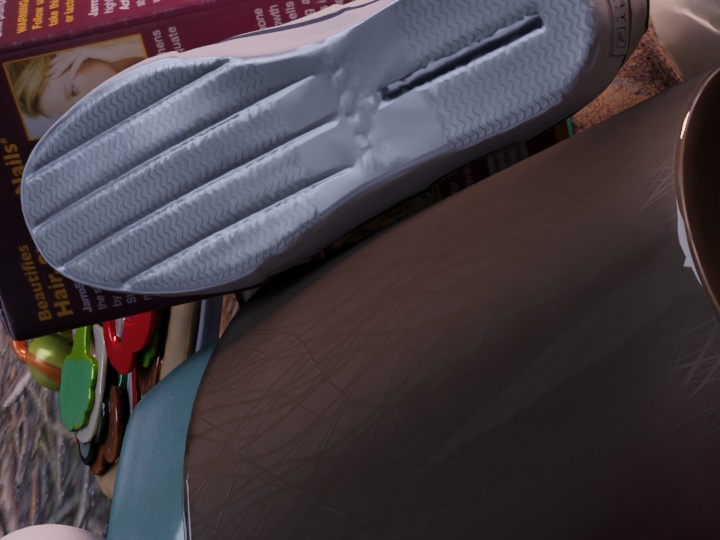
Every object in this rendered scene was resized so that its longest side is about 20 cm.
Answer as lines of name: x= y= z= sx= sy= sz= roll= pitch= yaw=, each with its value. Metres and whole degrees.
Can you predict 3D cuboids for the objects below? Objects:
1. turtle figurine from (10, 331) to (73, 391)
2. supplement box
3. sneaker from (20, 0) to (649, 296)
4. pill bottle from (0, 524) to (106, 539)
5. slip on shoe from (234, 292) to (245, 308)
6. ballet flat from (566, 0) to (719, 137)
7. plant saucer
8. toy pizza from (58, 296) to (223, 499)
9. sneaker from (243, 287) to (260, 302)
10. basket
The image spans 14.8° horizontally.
turtle figurine: x=-0.114 y=-0.014 z=1.211 sx=0.162 sy=0.064 sz=0.200 roll=-66 pitch=24 yaw=6
supplement box: x=-0.031 y=-0.063 z=0.888 sx=0.086 sy=0.199 sz=0.111 roll=-95 pitch=-8 yaw=-55
sneaker: x=-0.004 y=-0.041 z=0.807 sx=0.200 sy=0.071 sz=0.073 roll=-17 pitch=88 yaw=26
pill bottle: x=-0.135 y=0.174 z=0.999 sx=0.111 sy=0.111 sz=0.200 roll=-56 pitch=3 yaw=27
slip on shoe: x=-0.017 y=-0.065 z=1.058 sx=0.061 sy=0.076 sz=0.200 roll=93 pitch=-179 yaw=-57
ballet flat: x=0.102 y=-0.099 z=0.836 sx=0.067 sy=0.068 sz=0.200 roll=-29 pitch=47 yaw=43
plant saucer: x=-0.064 y=0.118 z=0.927 sx=0.200 sy=0.036 sz=0.201 roll=4 pitch=-90 yaw=-90
toy pizza: x=-0.092 y=-0.008 z=1.061 sx=0.200 sy=0.032 sz=0.201 roll=-178 pitch=90 yaw=-71
sneaker: x=0.000 y=0.000 z=0.937 sx=0.075 sy=0.088 sz=0.200 roll=-41 pitch=36 yaw=48
basket: x=0.062 y=0.034 z=0.737 sx=0.200 sy=0.136 sz=0.181 roll=-36 pitch=41 yaw=45
